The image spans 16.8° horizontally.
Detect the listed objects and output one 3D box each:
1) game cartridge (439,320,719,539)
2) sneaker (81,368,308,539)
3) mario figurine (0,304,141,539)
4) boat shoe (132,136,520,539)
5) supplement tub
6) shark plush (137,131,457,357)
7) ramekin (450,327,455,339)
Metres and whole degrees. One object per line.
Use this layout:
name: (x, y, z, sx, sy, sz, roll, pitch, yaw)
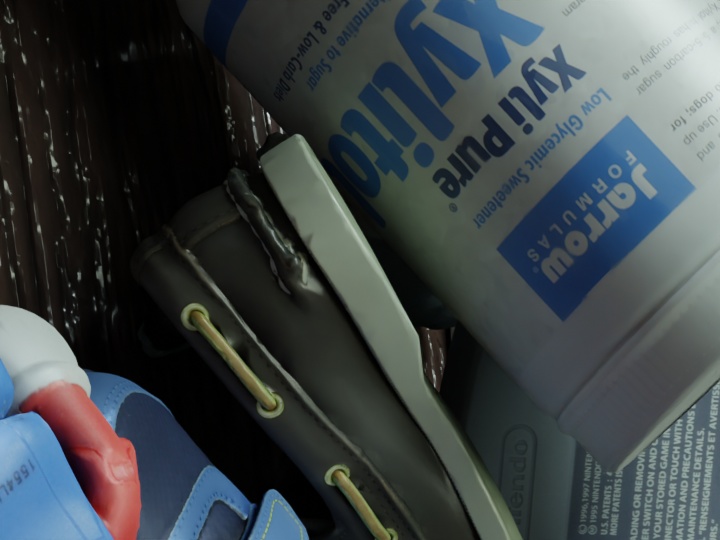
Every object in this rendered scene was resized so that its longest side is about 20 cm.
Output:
game cartridge: (0.088, 0.077, 0.822, 0.042, 0.132, 0.202, -158, -107, -79)
sneaker: (-0.022, 0.105, 0.666, 0.201, 0.082, 0.074, 59, 30, -22)
mario figurine: (-0.096, 0.079, 0.567, 0.201, 0.123, 0.106, 57, -12, -15)
boat shoe: (-0.001, 0.052, 0.719, 0.202, 0.060, 0.072, 62, -1, -34)
supplement tub: (0.052, -0.055, 0.725, 0.200, 0.132, 0.132, 47, 24, 10)
shark plush: (0.000, 0.000, 0.799, 0.200, 0.090, 0.084, -41, 142, -67)
ramekin: (0.117, 0.043, 0.958, 0.200, 0.104, 0.202, 42, 39, -47)
